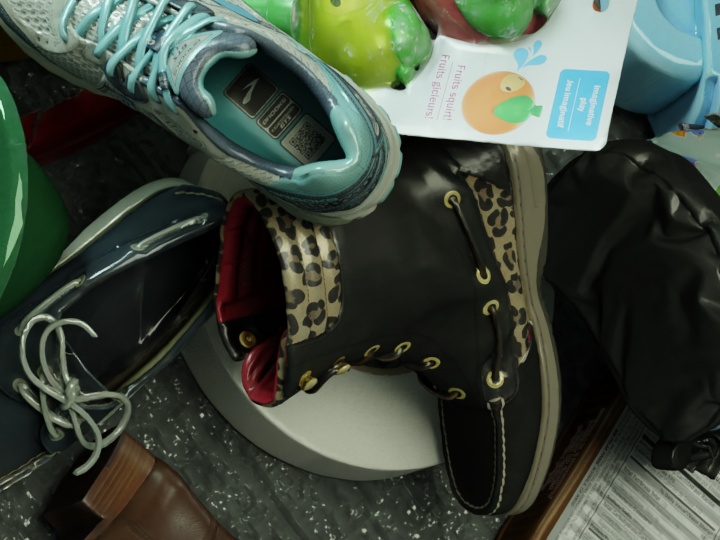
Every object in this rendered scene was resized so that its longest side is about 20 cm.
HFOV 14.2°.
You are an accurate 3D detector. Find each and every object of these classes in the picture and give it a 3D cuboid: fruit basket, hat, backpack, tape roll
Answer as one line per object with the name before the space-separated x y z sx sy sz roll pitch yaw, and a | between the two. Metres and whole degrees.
fruit basket | 0.026 -0.139 1.277 0.094 0.200 0.185 62 37 -52
hat | -0.157 -0.008 1.287 0.176 0.200 0.166 24 36 -56
backpack | 0.196 0.002 1.417 0.200 0.127 0.167 -6 63 -47
tape roll | 0.000 0.000 1.398 0.203 0.037 0.203 7 75 -26

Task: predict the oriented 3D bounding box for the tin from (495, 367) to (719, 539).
tin | 0.140 0.127 1.445 0.112 0.042 0.200 43 62 -18

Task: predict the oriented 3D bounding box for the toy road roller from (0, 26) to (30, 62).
toy road roller | -0.183 -0.176 1.297 0.200 0.123 0.146 -8 71 -29

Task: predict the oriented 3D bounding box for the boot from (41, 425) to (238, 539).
boot | -0.079 0.196 1.299 0.200 0.064 0.187 42 64 -19

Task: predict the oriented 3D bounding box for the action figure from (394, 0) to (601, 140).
action figure | 0.037 -0.129 1.379 0.193 0.105 0.200 35 38 13

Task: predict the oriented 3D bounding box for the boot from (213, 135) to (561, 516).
boot | 0.013 0.032 1.303 0.150 0.073 0.200 -16 118 -33

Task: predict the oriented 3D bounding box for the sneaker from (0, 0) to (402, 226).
sneaker | -0.070 -0.093 1.190 0.200 0.086 0.078 30 90 3

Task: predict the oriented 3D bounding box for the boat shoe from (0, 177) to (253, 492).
boat shoe | -0.126 0.040 1.284 0.200 0.062 0.075 -40 118 -15

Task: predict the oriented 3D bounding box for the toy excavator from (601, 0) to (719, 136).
toy excavator | 0.133 -0.154 1.482 0.200 0.100 0.195 2 75 -19
